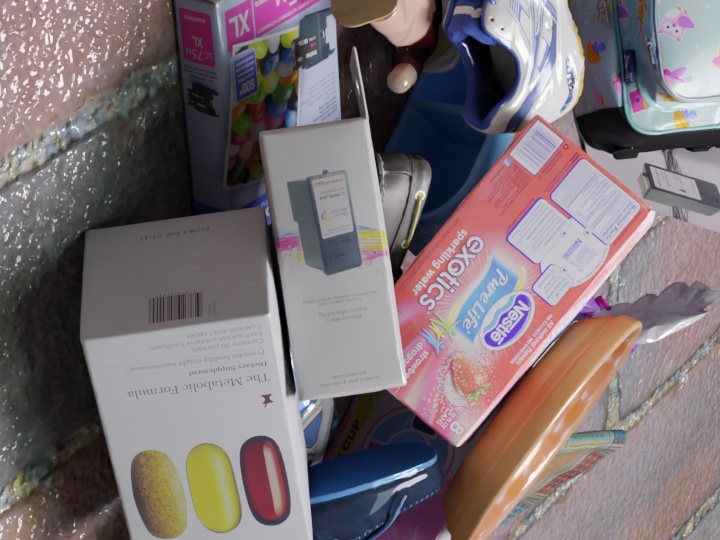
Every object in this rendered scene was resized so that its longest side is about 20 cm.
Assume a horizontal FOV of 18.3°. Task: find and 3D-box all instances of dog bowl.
[{"bbox_3d":[0.078,-0.103,1.570,0.050,0.111,0.200,35,76,-44],"label":"dog bowl"}]

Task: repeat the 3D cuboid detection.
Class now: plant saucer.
[{"bbox_3d":[0.118,0.106,1.521,0.200,0.037,0.200,-50,170,-13],"label":"plant saucer"}]

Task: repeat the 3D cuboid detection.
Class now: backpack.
[{"bbox_3d":[0.245,-0.200,1.689,0.175,0.153,0.201,-7,80,-23],"label":"backpack"}]

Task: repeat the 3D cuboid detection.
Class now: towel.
[{"bbox_3d":[0.116,0.170,1.766,0.147,0.022,0.200,-36,160,25],"label":"towel"}]

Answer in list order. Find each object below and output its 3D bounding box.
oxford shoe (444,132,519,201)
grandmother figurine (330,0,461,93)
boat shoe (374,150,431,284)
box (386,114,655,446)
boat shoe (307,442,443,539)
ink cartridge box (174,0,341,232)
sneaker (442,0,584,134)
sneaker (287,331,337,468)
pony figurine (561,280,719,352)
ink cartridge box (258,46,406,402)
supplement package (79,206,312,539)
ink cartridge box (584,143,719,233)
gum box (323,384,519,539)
[{"bbox_3d":[0.102,-0.108,1.660,0.200,0.071,0.073,-65,-177,-24],"label":"oxford shoe"},{"bbox_3d":[0.030,-0.175,1.471,0.200,0.060,0.122,36,72,-73],"label":"grandmother figurine"},{"bbox_3d":[0.000,0.000,1.481,0.060,0.072,0.201,0,138,-14],"label":"boat shoe"},{"bbox_3d":[0.093,0.009,1.462,0.200,0.103,0.095,-51,172,2],"label":"box"},{"bbox_3d":[-0.037,0.173,1.451,0.200,0.084,0.069,-21,105,-7],"label":"boat shoe"},{"bbox_3d":[-0.060,-0.102,1.417,0.119,0.042,0.200,-36,135,-43],"label":"ink cartridge box"},{"bbox_3d":[0.094,-0.186,1.458,0.088,0.075,0.201,-24,109,-41],"label":"sneaker"},{"bbox_3d":[-0.065,0.129,1.489,0.077,0.076,0.201,-36,133,-49],"label":"sneaker"},{"bbox_3d":[0.159,0.043,1.748,0.193,0.166,0.200,-30,147,-33],"label":"pony figurine"},{"bbox_3d":[-0.020,-0.027,1.339,0.117,0.067,0.201,138,-56,-89],"label":"ink cartridge box"},{"bbox_3d":[-0.095,0.079,1.346,0.110,0.113,0.200,-96,178,-53],"label":"supplement package"},{"bbox_3d":[0.304,-0.111,1.826,0.146,0.200,0.084,-52,146,-29],"label":"ink cartridge box"},{"bbox_3d":[0.046,0.135,1.630,0.200,0.113,0.066,-63,148,-13],"label":"gum box"}]
